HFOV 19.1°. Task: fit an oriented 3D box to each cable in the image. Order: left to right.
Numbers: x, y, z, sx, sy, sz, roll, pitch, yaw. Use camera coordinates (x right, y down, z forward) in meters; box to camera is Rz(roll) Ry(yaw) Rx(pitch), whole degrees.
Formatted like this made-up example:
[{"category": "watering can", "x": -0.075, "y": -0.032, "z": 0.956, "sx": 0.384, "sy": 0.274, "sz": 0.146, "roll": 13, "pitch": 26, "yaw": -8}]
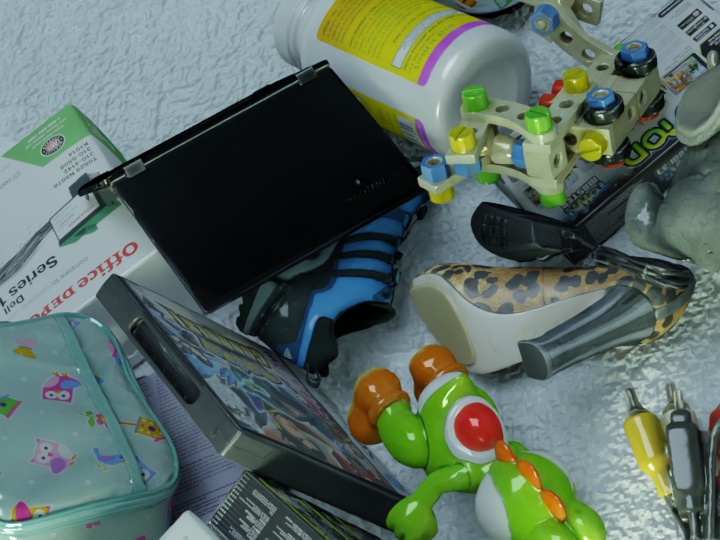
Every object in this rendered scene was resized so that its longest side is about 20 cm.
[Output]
[{"category": "cable", "x": 0.218, "y": 0.159, "z": 1.344, "sx": 0.097, "sy": 0.050, "sz": 0.200, "roll": -4, "pitch": 68, "yaw": 7}]

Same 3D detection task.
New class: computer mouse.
[{"category": "computer mouse", "x": 0.143, "y": -0.010, "z": 1.421, "sx": 0.200, "sy": 0.059, "sz": 0.034, "roll": 23, "pitch": 101, "yaw": 53}]

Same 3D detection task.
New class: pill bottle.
[{"category": "pill bottle", "x": 0.026, "y": -0.160, "z": 1.617, "sx": 0.200, "sy": 0.104, "sz": 0.104, "roll": 28, "pitch": 75, "yaw": 39}]

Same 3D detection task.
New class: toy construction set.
[{"category": "toy construction set", "x": 0.132, "y": -0.121, "z": 1.482, "sx": 0.131, "sy": 0.092, "sz": 0.200, "roll": 6, "pitch": 53, "yaw": 30}]

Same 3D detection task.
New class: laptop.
[{"category": "laptop", "x": -0.084, "y": -0.060, "z": 1.563, "sx": 0.187, "sy": 0.116, "sz": 0.200, "roll": -29, "pitch": 7, "yaw": -17}]

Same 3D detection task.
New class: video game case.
[{"category": "video game case", "x": -0.066, "y": 0.090, "z": 1.431, "sx": 0.026, "sy": 0.200, "sz": 0.181, "roll": -51, "pitch": 48, "yaw": 8}]

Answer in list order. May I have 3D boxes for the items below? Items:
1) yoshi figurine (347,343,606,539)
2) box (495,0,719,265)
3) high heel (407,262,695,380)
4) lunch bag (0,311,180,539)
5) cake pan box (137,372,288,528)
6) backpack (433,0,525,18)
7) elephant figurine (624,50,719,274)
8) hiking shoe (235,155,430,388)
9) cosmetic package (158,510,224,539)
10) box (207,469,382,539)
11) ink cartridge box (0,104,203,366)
[{"category": "yoshi figurine", "x": 0.082, "y": 0.141, "z": 1.380, "sx": 0.200, "sy": 0.112, "sz": 0.112, "roll": 42, "pitch": 101, "yaw": 40}, {"category": "box", "x": 0.194, "y": -0.105, "z": 1.530, "sx": 0.200, "sy": 0.035, "sz": 0.110, "roll": -39, "pitch": 48, "yaw": 0}, {"category": "high heel", "x": 0.131, "y": 0.018, "z": 1.484, "sx": 0.142, "sy": 0.071, "sz": 0.200, "roll": -24, "pitch": 25, "yaw": -24}, {"category": "lunch bag", "x": -0.218, "y": 0.114, "z": 1.480, "sx": 0.160, "sy": 0.077, "sz": 0.200, "roll": -12, "pitch": 47, "yaw": -23}, {"category": "cake pan box", "x": -0.149, "y": 0.163, "z": 1.527, "sx": 0.200, "sy": 0.052, "sz": 0.184, "roll": -26, "pitch": 51, "yaw": 12}, {"category": "backpack", "x": 0.084, "y": -0.294, "z": 1.657, "sx": 0.190, "sy": 0.154, "sz": 0.200, "roll": 33, "pitch": 75, "yaw": 30}, {"category": "elephant figurine", "x": 0.256, "y": -0.096, "z": 1.383, "sx": 0.155, "sy": 0.141, "sz": 0.200, "roll": 20, "pitch": 94, "yaw": 37}, {"category": "hiking shoe", "x": 0.000, "y": 0.000, "z": 1.546, "sx": 0.087, "sy": 0.074, "sz": 0.200, "roll": 41, "pitch": 64, "yaw": 10}, {"category": "cosmetic package", "x": -0.073, "y": 0.293, "z": 1.316, "sx": 0.167, "sy": 0.166, "sz": 0.200, "roll": -45, "pitch": 48, "yaw": -5}, {"category": "box", "x": 0.018, "y": 0.213, "z": 1.321, "sx": 0.200, "sy": 0.160, "sz": 0.044, "roll": 36, "pitch": 92, "yaw": 40}, {"category": "ink cartridge box", "x": -0.226, "y": -0.012, "z": 1.670, "sx": 0.146, "sy": 0.084, "sz": 0.200, "roll": -38, "pitch": 48, "yaw": 2}]
